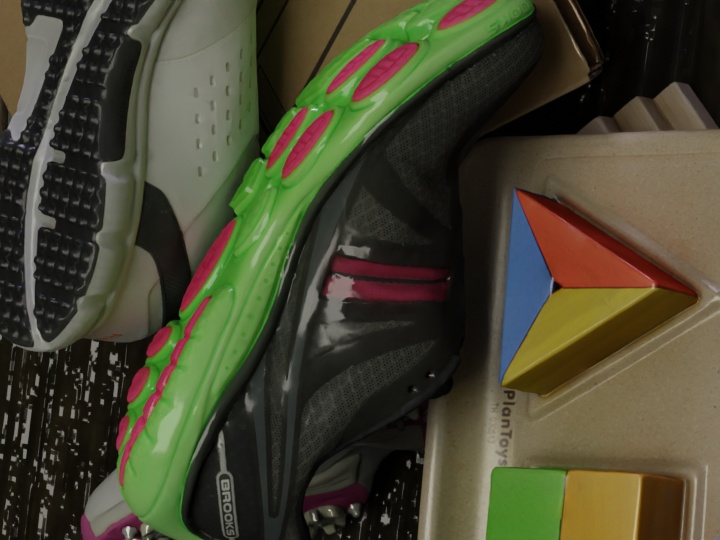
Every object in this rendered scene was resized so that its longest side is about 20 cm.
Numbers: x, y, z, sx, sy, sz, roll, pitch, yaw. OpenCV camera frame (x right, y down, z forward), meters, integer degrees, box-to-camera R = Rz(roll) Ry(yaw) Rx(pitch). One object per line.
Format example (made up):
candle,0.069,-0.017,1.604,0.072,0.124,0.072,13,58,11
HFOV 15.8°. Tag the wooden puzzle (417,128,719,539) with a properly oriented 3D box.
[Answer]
wooden puzzle,0.105,0.046,0.770,0.200,0.046,0.185,0,81,31

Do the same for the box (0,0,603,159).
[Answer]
box,-0.040,-0.096,0.856,0.200,0.021,0.164,-26,94,29

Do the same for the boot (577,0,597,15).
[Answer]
boot,-0.007,-0.117,0.910,0.200,0.068,0.131,-32,66,27

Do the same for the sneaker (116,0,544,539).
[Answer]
sneaker,0.000,0.000,0.806,0.200,0.084,0.077,-58,17,8

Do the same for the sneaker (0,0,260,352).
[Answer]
sneaker,-0.065,-0.071,0.830,0.074,0.080,0.200,23,100,40

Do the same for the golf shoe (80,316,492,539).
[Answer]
golf shoe,-0.022,0.041,0.918,0.200,0.075,0.092,-31,57,27

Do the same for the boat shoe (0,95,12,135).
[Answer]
boat shoe,-0.119,-0.108,0.933,0.072,0.060,0.202,-134,34,-61

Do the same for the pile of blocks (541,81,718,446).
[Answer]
pile of blocks,0.099,0.038,0.836,0.082,0.062,0.200,-14,82,32
